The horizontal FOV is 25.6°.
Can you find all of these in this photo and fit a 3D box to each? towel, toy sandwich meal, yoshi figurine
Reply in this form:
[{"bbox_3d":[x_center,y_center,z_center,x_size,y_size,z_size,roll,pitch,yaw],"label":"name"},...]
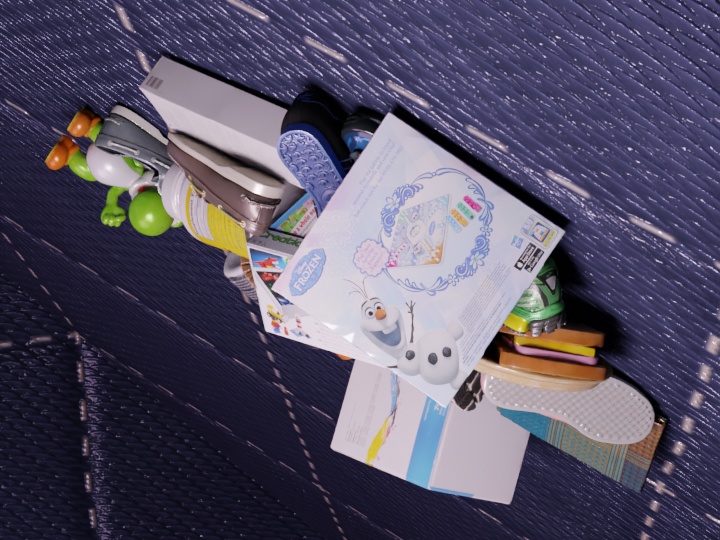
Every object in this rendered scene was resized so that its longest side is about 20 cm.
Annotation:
[{"bbox_3d":[0.253,0.167,1.837,0.200,0.022,0.147,28,144,19],"label":"towel"},{"bbox_3d":[0.177,0.068,1.653,0.204,0.071,0.205,11,-168,-3],"label":"toy sandwich meal"},{"bbox_3d":[-0.310,-0.116,2.073,0.200,0.112,0.112,35,157,-12],"label":"yoshi figurine"}]

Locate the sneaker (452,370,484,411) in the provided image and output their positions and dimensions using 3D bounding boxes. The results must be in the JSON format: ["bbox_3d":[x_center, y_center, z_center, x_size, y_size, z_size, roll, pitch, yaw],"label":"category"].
[{"bbox_3d":[0.082,0.085,1.819,0.085,0.077,0.200,19,156,48],"label":"sneaker"}]

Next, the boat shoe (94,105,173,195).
[{"bbox_3d":[-0.245,-0.124,1.993,0.200,0.062,0.073,38,163,-9],"label":"boat shoe"}]

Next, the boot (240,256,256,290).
[{"bbox_3d":[-0.058,0.039,1.901,0.200,0.075,0.107,31,162,5],"label":"boot"}]

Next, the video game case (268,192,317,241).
[{"bbox_3d":[0.000,0.000,1.692,0.200,0.018,0.143,47,142,-5],"label":"video game case"}]

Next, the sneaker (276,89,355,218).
[{"bbox_3d":[-0.021,-0.090,1.586,0.070,0.078,0.200,-7,132,22],"label":"sneaker"}]

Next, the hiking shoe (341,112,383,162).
[{"bbox_3d":[0.033,-0.057,1.529,0.074,0.087,0.200,-15,110,56],"label":"hiking shoe"}]

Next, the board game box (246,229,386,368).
[{"bbox_3d":[-0.025,0.034,1.700,0.199,0.035,0.127,16,134,29],"label":"board game box"}]

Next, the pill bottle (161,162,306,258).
[{"bbox_3d":[-0.140,-0.076,1.837,0.200,0.111,0.111,20,158,44],"label":"pill bottle"}]

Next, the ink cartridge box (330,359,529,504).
[{"bbox_3d":[0.091,0.191,1.994,0.146,0.147,0.200,16,179,-39],"label":"ink cartridge box"}]

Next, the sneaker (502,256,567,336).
[{"bbox_3d":[0.136,-0.008,1.589,0.200,0.078,0.086,26,127,48],"label":"sneaker"}]

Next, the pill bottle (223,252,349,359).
[{"bbox_3d":[-0.068,0.027,1.993,0.200,0.106,0.106,42,162,-23],"label":"pill bottle"}]

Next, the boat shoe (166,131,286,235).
[{"bbox_3d":[-0.156,-0.099,1.738,0.072,0.060,0.200,4,-160,-43],"label":"boat shoe"}]

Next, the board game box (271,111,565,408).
[{"bbox_3d":[0.054,-0.010,1.482,0.199,0.200,0.043,34,-177,2],"label":"board game box"}]

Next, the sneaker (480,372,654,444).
[{"bbox_3d":[0.224,0.130,1.761,0.199,0.076,0.105,16,-169,-8],"label":"sneaker"}]

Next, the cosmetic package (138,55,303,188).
[{"bbox_3d":[-0.137,-0.161,1.699,0.200,0.051,0.083,26,162,29],"label":"cosmetic package"}]
